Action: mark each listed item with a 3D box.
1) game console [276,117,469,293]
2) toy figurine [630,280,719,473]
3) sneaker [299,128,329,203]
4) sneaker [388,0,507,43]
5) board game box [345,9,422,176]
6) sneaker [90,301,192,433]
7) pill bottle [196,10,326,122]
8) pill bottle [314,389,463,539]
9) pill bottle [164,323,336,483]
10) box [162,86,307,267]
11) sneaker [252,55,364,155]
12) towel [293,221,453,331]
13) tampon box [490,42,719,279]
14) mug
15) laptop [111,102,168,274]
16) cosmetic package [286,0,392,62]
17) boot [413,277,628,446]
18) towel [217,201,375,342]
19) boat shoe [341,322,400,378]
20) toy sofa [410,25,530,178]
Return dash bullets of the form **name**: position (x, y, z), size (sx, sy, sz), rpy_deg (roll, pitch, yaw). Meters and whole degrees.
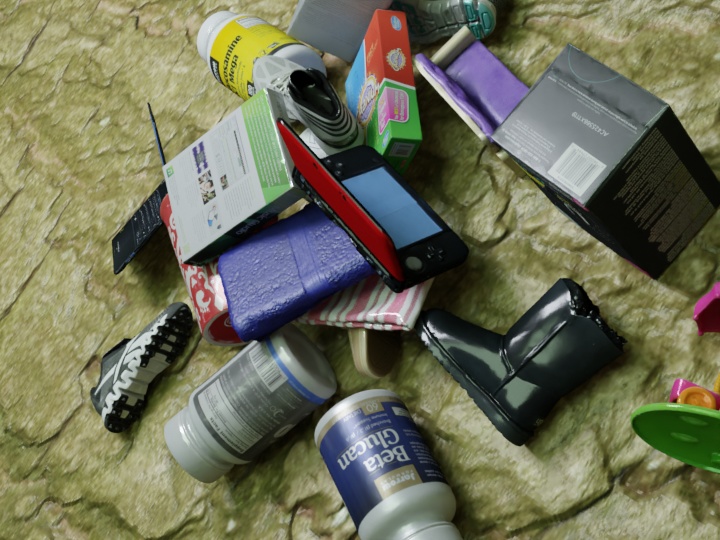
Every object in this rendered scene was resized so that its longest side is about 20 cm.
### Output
- **game console**: position (0.018, -0.087, 1.185), size (0.200, 0.172, 0.119), rpy_deg (49, 141, 23)
- **toy figurine**: position (0.378, 0.090, 1.021), size (0.200, 0.150, 0.184), rpy_deg (17, 67, 16)
- **sneaker**: position (-0.041, -0.136, 1.401), size (0.087, 0.074, 0.200), rpy_deg (-53, 39, 19)
- **sneaker**: position (0.116, -0.355, 1.441), size (0.200, 0.078, 0.091), rpy_deg (16, 55, 40)
- **board game box**: position (0.026, -0.205, 1.378), size (0.153, 0.040, 0.200), rpy_deg (119, 150, -56)
- **sneaker**: position (-0.310, 0.118, 1.490), size (0.090, 0.066, 0.200), rpy_deg (33, 91, 37)
- **pill bottle**: position (-0.148, -0.298, 1.551), size (0.200, 0.112, 0.112), rpy_deg (38, 92, 40)
- **pill bottle**: position (0.036, 0.237, 1.174), size (0.111, 0.111, 0.200), rpy_deg (-39, 52, 12)
- **pill bottle**: position (-0.137, 0.164, 1.323), size (0.200, 0.114, 0.114), rpy_deg (-40, 52, 12)
- **box**: position (-0.157, -0.112, 1.331), size (0.200, 0.036, 0.144), rpy_deg (-31, 63, 33)
- **sneaker**: position (-0.075, -0.236, 1.362), size (0.076, 0.115, 0.200), rpy_deg (-42, 61, -10)
- **towel**: position (0.000, 0.000, 1.282), size (0.200, 0.030, 0.146), rpy_deg (3, 58, 34)
- **tampon box**: position (0.261, -0.109, 1.130), size (0.126, 0.200, 0.150), rpy_deg (-50, 50, 4)
- **mug**: position (-0.175, -0.023, 1.411), size (0.133, 0.178, 0.200), rpy_deg (-9, 59, -18)
- **laptop**: position (-0.324, -0.120, 1.547), size (0.200, 0.103, 0.177), rpy_deg (-48, 21, 4)
- **cosmetic package**: position (-0.019, -0.361, 1.422), size (0.200, 0.101, 0.071), rpy_deg (141, 149, -67)
- **boot**: position (0.172, 0.068, 1.184), size (0.168, 0.076, 0.200), rpy_deg (-47, 58, 10)
- **towel**: position (-0.069, -0.008, 1.284), size (0.200, 0.050, 0.148), rpy_deg (-29, 45, 9)
- **boat shoe**: position (0.003, 0.048, 1.318), size (0.065, 0.071, 0.200), rpy_deg (-24, 47, 28)
- **toy sofa**: position (0.154, -0.214, 1.319), size (0.083, 0.098, 0.200), rpy_deg (-43, 51, 10)
